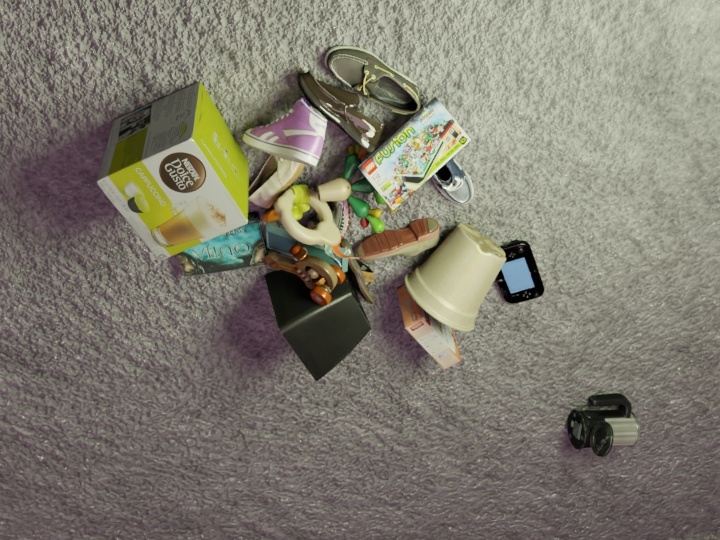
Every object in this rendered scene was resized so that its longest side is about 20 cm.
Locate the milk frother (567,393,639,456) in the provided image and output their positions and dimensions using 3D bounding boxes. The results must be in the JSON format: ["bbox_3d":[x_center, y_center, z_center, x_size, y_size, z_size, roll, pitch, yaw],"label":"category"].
[{"bbox_3d":[0.763,0.496,1.986,0.184,0.202,0.183,0,128,-9],"label":"milk frother"}]

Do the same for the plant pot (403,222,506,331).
[{"bbox_3d":[0.229,0.003,1.493,0.198,0.202,0.185,23,113,-26],"label":"plant pot"}]

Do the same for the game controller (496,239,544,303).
[{"bbox_3d":[0.383,0.007,1.601,0.103,0.043,0.201,-22,130,11],"label":"game controller"}]

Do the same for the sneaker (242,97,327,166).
[{"bbox_3d":[-0.137,-0.269,1.232,0.072,0.198,0.116,13,96,-54],"label":"sneaker"}]

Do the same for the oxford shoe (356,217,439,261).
[{"bbox_3d":[0.089,-0.052,1.480,0.196,0.072,0.075,-16,137,0],"label":"oxford shoe"}]

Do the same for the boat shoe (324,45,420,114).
[{"bbox_3d":[0.027,-0.353,1.215,0.198,0.061,0.072,18,126,-23],"label":"boat shoe"}]

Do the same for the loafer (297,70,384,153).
[{"bbox_3d":[-0.035,-0.311,1.233,0.199,0.073,0.072,39,96,-20],"label":"loafer"}]

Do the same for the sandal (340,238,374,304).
[{"bbox_3d":[0.000,0.000,1.529,0.054,0.082,0.202,-30,125,-10],"label":"sandal"}]

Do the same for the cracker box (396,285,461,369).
[{"bbox_3d":[0.171,0.135,1.619,0.057,0.135,0.200,-30,130,18],"label":"cracker box"}]

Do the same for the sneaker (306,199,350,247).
[{"bbox_3d":[-0.072,-0.099,1.415,0.081,0.079,0.202,10,129,-15],"label":"sneaker"}]

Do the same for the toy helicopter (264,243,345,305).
[{"bbox_3d":[-0.136,-0.011,1.409,0.197,0.079,0.133,15,147,34],"label":"toy helicopter"}]

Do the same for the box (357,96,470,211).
[{"bbox_3d":[0.103,-0.223,1.256,0.199,0.035,0.110,-42,90,4],"label":"box"}]

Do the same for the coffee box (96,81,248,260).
[{"bbox_3d":[-0.336,-0.185,1.216,0.194,0.202,0.201,-20,132,10],"label":"coffee box"}]

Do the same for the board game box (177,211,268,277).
[{"bbox_3d":[-0.311,-0.056,1.451,0.196,0.028,0.137,-8,131,-1],"label":"board game box"}]

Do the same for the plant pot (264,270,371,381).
[{"bbox_3d":[-0.089,0.095,1.518,0.175,0.201,0.201,-27,131,2],"label":"plant pot"}]

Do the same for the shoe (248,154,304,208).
[{"bbox_3d":[-0.165,-0.202,1.314,0.053,0.071,0.200,20,129,-34],"label":"shoe"}]

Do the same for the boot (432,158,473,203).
[{"bbox_3d":[0.182,-0.190,1.363,0.072,0.091,0.200,-32,128,20],"label":"boot"}]

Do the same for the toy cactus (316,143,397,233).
[{"bbox_3d":[-0.009,-0.174,1.320,0.162,0.102,0.204,-11,106,-12],"label":"toy cactus"}]

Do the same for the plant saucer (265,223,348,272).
[{"bbox_3d":[-0.121,-0.046,1.430,0.197,0.019,0.071,19,140,12],"label":"plant saucer"}]

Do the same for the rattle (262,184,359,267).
[{"bbox_3d":[-0.111,-0.064,1.353,0.142,0.131,0.200,-39,99,28],"label":"rattle"}]
